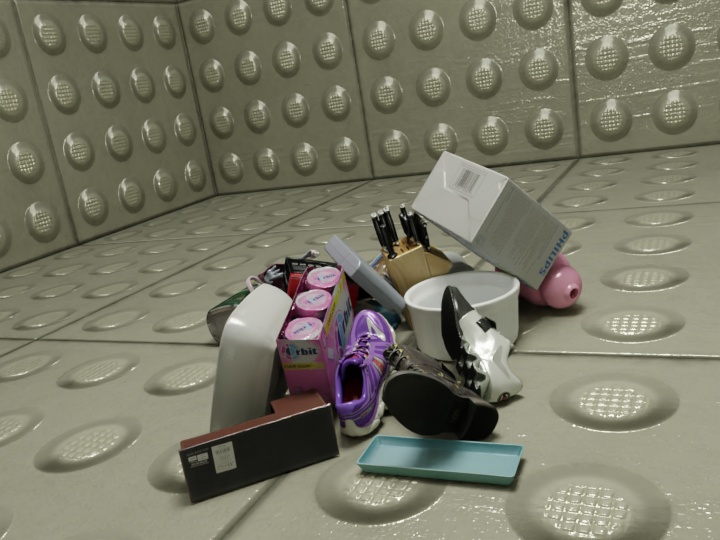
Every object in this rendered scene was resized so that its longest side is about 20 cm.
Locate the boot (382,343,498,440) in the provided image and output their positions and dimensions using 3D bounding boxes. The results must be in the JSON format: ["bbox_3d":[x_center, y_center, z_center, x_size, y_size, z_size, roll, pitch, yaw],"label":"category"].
[{"bbox_3d":[0.074,0.147,0.909,0.198,0.070,0.174,27,7,-33],"label":"boot"}]

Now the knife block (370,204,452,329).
[{"bbox_3d":[0.072,-0.012,1.273,0.173,0.203,0.064,20,16,-21],"label":"knife block"}]

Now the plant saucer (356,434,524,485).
[{"bbox_3d":[0.096,0.229,0.835,0.196,0.019,0.070,-4,16,26],"label":"plant saucer"}]

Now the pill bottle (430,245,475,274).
[{"bbox_3d":[0.155,0.011,1.412,0.111,0.115,0.199,-15,15,-20],"label":"pill bottle"}]

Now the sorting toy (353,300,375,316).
[{"bbox_3d":[-0.063,0.095,1.264,0.197,0.109,0.179,-1,16,31],"label":"sorting toy"}]

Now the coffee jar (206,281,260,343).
[{"bbox_3d":[-0.231,0.081,1.460,0.103,0.087,0.200,-15,12,27],"label":"coffee jar"}]

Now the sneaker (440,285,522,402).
[{"bbox_3d":[0.178,0.107,1.023,0.087,0.075,0.203,-5,52,-15],"label":"sneaker"}]

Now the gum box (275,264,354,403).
[{"bbox_3d":[-0.060,0.089,1.032,0.065,0.115,0.201,-3,31,13],"label":"gum box"}]

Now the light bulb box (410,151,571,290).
[{"bbox_3d":[0.231,-0.090,1.231,0.198,0.126,0.198,29,6,-36],"label":"light bulb box"}]

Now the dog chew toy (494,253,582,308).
[{"bbox_3d":[0.340,0.009,1.299,0.122,0.127,0.200,-15,23,-18],"label":"dog chew toy"}]

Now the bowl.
[{"bbox_3d":[-0.149,0.137,1.024,0.073,0.204,0.200,14,19,9],"label":"bowl"}]

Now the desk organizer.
[{"bbox_3d":[-0.135,0.224,0.904,0.196,0.073,0.077,-14,13,-15],"label":"desk organizer"}]

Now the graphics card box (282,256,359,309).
[{"bbox_3d":[-0.078,0.020,1.269,0.123,0.052,0.200,7,10,-11],"label":"graphics card box"}]

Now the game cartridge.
[{"bbox_3d":[0.000,0.000,1.216,0.042,0.133,0.200,-44,23,0],"label":"game cartridge"}]

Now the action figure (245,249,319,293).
[{"bbox_3d":[-0.132,0.044,1.463,0.147,0.136,0.200,-26,-6,7],"label":"action figure"}]

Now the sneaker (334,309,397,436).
[{"bbox_3d":[0.005,0.131,0.978,0.079,0.084,0.202,-8,45,16],"label":"sneaker"}]

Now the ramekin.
[{"bbox_3d":[0.178,0.077,1.184,0.196,0.100,0.201,-10,14,2],"label":"ramekin"}]

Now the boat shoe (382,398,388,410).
[{"bbox_3d":[-0.001,0.159,1.060,0.072,0.066,0.198,-18,17,-33],"label":"boat shoe"}]

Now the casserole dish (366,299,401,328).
[{"bbox_3d":[-0.008,0.089,1.381,0.120,0.040,0.198,-22,18,-39],"label":"casserole dish"}]

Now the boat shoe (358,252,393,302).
[{"bbox_3d":[0.044,0.017,1.364,0.198,0.072,0.073,-32,29,18],"label":"boat shoe"}]
